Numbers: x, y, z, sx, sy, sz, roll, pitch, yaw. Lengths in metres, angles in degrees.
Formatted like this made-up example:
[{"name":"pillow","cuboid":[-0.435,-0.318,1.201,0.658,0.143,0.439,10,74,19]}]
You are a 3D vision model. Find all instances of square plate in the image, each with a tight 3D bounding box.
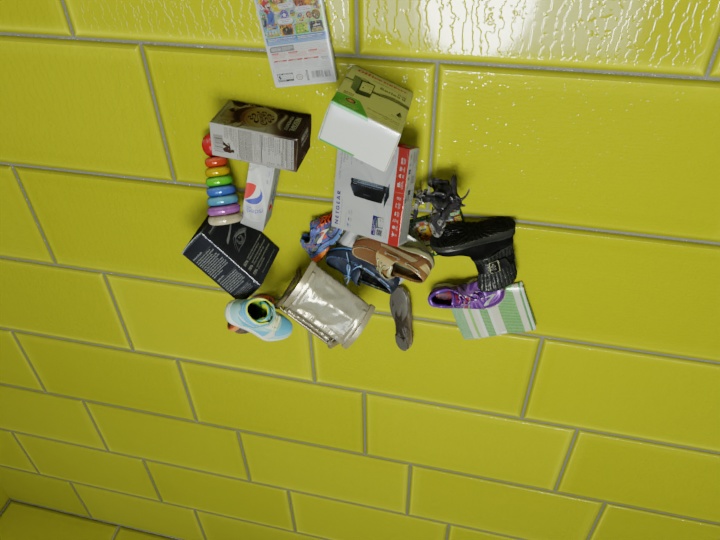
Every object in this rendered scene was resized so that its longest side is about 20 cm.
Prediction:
[{"name":"square plate","cuboid":[0.047,-0.045,1.352,0.194,0.029,0.200,30,148,-6]}]

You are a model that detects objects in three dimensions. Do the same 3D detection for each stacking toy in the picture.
[{"name":"stacking toy","cuboid":[-0.327,-0.213,1.305,0.082,0.085,0.208,-2,103,17]}]

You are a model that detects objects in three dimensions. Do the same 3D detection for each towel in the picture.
[{"name":"towel","cuboid":[0.334,0.106,1.432,0.194,0.024,0.155,-12,122,26]}]

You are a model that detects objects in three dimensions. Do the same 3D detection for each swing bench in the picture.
[{"name":"swing bench","cuboid":[-0.095,0.093,1.418,0.196,0.132,0.199,36,166,-12]}]

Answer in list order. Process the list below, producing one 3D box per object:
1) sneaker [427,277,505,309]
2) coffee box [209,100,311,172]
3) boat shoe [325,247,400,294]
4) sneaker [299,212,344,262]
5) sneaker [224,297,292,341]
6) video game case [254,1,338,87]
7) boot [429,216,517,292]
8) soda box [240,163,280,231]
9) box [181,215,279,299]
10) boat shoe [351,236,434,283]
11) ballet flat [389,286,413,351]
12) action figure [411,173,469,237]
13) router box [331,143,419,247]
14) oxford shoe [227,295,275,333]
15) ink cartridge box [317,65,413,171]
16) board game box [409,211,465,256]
[{"name":"sneaker","cuboid":[0.256,0.068,1.367,0.193,0.083,0.084,-11,96,23]},{"name":"coffee box","cuboid":[-0.212,-0.292,1.214,0.192,0.115,0.082,12,131,6]},{"name":"boat shoe","cuboid":[0.000,0.000,1.357,0.193,0.070,0.085,14,147,19]},{"name":"sneaker","cuboid":[-0.086,-0.099,1.358,0.078,0.076,0.200,36,127,-10]},{"name":"sneaker","cuboid":[-0.227,0.124,1.395,0.196,0.083,0.128,21,159,-37]},{"name":"video game case","cuboid":[-0.128,-0.470,1.110,0.138,0.018,0.205,1,128,16]},{"name":"boot","cuboid":[0.262,-0.024,1.285,0.202,0.081,0.162,-8,126,1]},{"name":"soda box","cuboid":[-0.233,-0.196,1.326,0.061,0.069,0.204,20,131,-1]},{"name":"box","cuboid":[-0.323,-0.049,1.418,0.199,0.150,0.103,43,128,-18]},{"name":"boat shoe","cuboid":[0.068,-0.022,1.272,0.193,0.075,0.077,13,147,19]},{"name":"ballet flat","cuboid":[0.117,0.125,1.499,0.066,0.046,0.206,23,133,40]},{"name":"action figure","cuboid":[0.156,-0.145,1.219,0.194,0.123,0.101,7,166,36]},{"name":"router box","cuboid":[0.028,-0.175,1.203,0.174,0.048,0.208,17,114,28]},{"name":"oxford shoe","cuboid":[-0.299,0.129,1.616,0.196,0.074,0.072,-25,138,36]},{"name":"ink cartridge box","cuboid":[0.015,-0.300,1.085,0.142,0.203,0.085,23,129,-5]},{"name":"board game box","cuboid":[0.158,-0.079,1.335,0.194,0.024,0.107,-13,125,25]}]
